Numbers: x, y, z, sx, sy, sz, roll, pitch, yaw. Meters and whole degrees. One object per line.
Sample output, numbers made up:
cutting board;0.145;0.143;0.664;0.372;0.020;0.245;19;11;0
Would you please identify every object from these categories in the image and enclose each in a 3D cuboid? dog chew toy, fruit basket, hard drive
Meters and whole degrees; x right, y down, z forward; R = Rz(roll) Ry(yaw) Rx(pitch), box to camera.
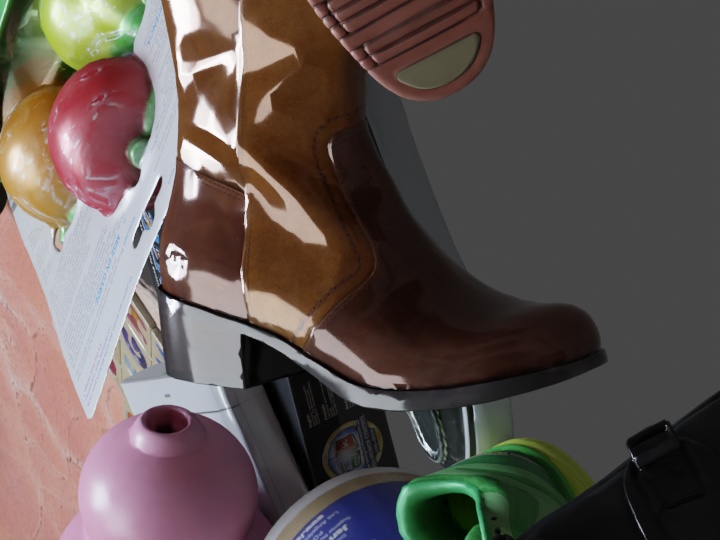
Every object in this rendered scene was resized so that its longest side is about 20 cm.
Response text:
dog chew toy;-0.085;0.149;1.335;0.125;0.124;0.201;44;142;47
fruit basket;-0.103;-0.067;1.283;0.200;0.093;0.186;57;134;48
hard drive;-0.045;0.137;1.412;0.132;0.027;0.201;-11;104;66

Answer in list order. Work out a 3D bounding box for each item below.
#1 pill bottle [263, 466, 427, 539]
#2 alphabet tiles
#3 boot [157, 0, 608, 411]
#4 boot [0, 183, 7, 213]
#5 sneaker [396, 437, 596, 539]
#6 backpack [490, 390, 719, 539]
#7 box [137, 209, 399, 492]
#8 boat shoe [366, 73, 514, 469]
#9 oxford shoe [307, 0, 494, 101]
pill bottle;0.042;0.169;1.228;0.200;0.115;0.116;37;147;55
alphabet tiles;-0.087;0.092;1.522;0.200;0.006;0.167;55;163;22
boot;0.005;-0.054;1.114;0.187;0.068;0.201;7;102;36
boot;-0.283;-0.130;1.820;0.201;0.077;0.139;85;158;-45
sneaker;0.077;0.128;1.112;0.200;0.083;0.075;35;128;55
backpack;0.133;0.161;0.933;0.200;0.163;0.154;39;158;40
box;-0.047;0.024;1.401;0.160;0.044;0.201;40;150;54
boat shoe;0.001;0.000;1.196;0.074;0.068;0.200;22;134;64
oxford shoe;-0.007;-0.154;1.051;0.074;0.070;0.201;-47;-67;-83
